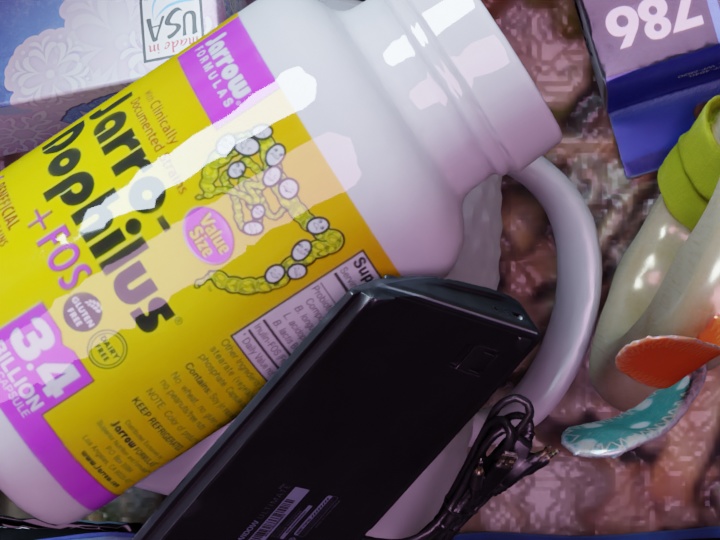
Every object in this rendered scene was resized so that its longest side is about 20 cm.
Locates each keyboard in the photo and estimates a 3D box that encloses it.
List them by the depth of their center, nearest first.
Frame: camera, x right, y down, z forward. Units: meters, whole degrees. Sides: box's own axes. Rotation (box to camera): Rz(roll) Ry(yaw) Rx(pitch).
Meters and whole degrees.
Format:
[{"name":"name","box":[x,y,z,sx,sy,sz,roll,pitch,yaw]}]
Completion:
[{"name":"keyboard","box":[-0.014,0.079,0.824,0.127,0.021,0.200,18,123,-42]}]

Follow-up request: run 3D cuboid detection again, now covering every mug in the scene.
[{"name":"mug","box":[0.000,0.000,0.930,0.199,0.147,0.177,13,89,-28]}]

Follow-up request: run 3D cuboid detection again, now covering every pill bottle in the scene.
[{"name":"pill bottle","box":[-0.040,-0.016,0.795,0.199,0.104,0.105,-34,97,2]}]

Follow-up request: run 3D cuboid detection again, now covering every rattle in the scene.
[{"name":"rattle","box":[0.149,0.029,0.892,0.130,0.200,0.143,-43,101,14]}]

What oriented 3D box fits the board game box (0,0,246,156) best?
[{"name":"board game box","box":[-0.141,-0.136,0.893,0.199,0.043,0.200,-10,70,12]}]

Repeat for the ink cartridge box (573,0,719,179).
[{"name":"ink cartridge box","box":[0.118,-0.140,0.950,0.099,0.039,0.201,-18,98,3]}]

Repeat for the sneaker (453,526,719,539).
[{"name":"sneaker","box":[0.074,0.137,0.971,0.198,0.078,0.071,-11,98,2]}]

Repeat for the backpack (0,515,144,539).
[{"name":"backpack","box":[-0.142,0.166,0.925,0.198,0.183,0.135,-7,64,-1]}]
